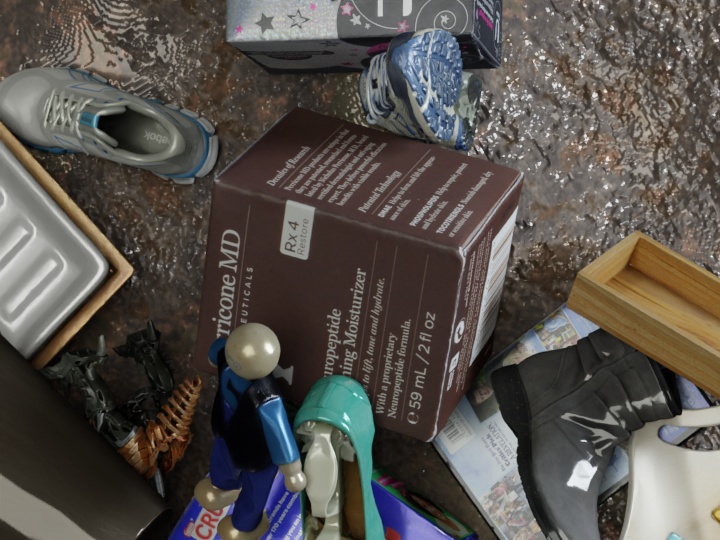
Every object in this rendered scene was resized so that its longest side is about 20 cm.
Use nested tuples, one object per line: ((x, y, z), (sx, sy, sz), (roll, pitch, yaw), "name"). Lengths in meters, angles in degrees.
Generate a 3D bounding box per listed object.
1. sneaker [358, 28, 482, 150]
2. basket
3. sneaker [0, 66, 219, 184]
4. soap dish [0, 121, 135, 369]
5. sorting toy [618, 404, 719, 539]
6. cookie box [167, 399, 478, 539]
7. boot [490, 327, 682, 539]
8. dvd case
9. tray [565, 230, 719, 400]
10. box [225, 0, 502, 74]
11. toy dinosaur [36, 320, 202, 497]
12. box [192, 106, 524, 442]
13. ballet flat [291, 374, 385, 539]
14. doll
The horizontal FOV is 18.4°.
((0.035, -0.133, 1.689), (0.084, 0.200, 0.078), (7, 80, 13), "sneaker")
((-0.254, 0.171, 1.690), (0.199, 0.136, 0.181), (34, 67, 10), "basket")
((-0.218, -0.126, 1.809), (0.198, 0.087, 0.076), (13, 90, 15), "sneaker")
((-0.296, -0.014, 1.822), (0.157, 0.081, 0.200), (-45, 78, 7), "soap dish")
((0.281, 0.179, 1.664), (0.198, 0.107, 0.182), (-12, 77, 12), "sorting toy")
((-0.038, 0.224, 1.744), (0.199, 0.075, 0.172), (34, 95, 12), "cookie box")
((0.182, 0.127, 1.655), (0.131, 0.070, 0.201), (-24, 58, 11), "boot")
((0.160, 0.115, 1.735), (0.199, 0.018, 0.143), (-38, 79, 7), "dvd case")
((0.263, 0.048, 1.660), (0.199, 0.098, 0.037), (31, 125, 21), "tray")
((0.005, -0.220, 1.738), (0.198, 0.132, 0.116), (-1, 84, 13), "box")
((-0.173, 0.118, 1.750), (0.199, 0.102, 0.137), (-28, 79, 31), "toy dinosaur")
((0.000, 0.000, 1.681), (0.198, 0.164, 0.167), (16, 118, 14), "box")
((-0.022, 0.177, 1.631), (0.067, 0.070, 0.202), (6, 115, 24), "ballet flat")
((-0.081, 0.115, 1.615), (0.048, 0.201, 0.137), (-18, 50, -26), "doll")
